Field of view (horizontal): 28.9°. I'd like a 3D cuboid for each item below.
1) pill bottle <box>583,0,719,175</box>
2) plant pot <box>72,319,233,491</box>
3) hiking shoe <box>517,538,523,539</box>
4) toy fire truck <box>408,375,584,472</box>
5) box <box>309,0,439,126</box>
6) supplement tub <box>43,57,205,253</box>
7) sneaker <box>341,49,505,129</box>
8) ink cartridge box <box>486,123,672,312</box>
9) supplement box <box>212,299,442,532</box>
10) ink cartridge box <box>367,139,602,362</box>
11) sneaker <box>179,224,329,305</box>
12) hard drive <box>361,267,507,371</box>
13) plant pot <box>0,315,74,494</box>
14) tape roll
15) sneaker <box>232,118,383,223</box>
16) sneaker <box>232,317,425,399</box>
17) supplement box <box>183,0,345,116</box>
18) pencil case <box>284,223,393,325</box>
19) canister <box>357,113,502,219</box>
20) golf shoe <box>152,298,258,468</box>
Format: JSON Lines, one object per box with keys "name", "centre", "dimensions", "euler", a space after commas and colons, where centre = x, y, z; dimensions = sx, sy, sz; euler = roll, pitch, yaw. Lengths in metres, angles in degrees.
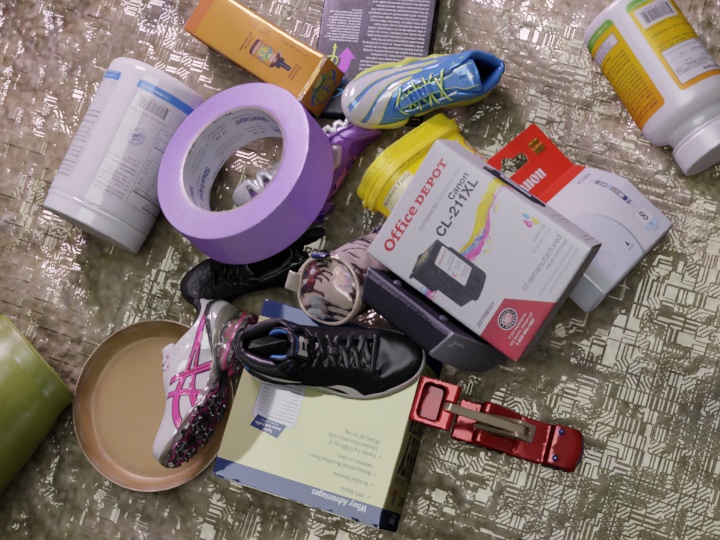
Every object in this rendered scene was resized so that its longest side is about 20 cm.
{"name": "pill bottle", "centre": [0.348, -0.213, 1.581], "dimensions": [0.110, 0.111, 0.201], "euler": [-31, 75, 2]}
{"name": "plant pot", "centre": [-0.242, 0.160, 1.651], "dimensions": [0.197, 0.027, 0.203], "euler": [-2, 78, 10]}
{"name": "hiking shoe", "centre": [0.084, 0.345, 1.538], "dimensions": [0.197, 0.075, 0.088], "euler": [-3, 70, -1]}
{"name": "toy fire truck", "centre": [0.150, 0.168, 1.507], "dimensions": [0.197, 0.141, 0.049], "euler": [16, 81, 2]}
{"name": "box", "centre": [0.019, -0.278, 1.693], "dimensions": [0.141, 0.036, 0.203], "euler": [7, 78, 12]}
{"name": "supplement tub", "centre": [-0.279, -0.138, 1.666], "dimensions": [0.131, 0.132, 0.202], "euler": [24, 84, 14]}
{"name": "sneaker", "centre": [0.078, -0.217, 1.596], "dimensions": [0.198, 0.105, 0.077], "euler": [-19, 91, -24]}
{"name": "ink cartridge box", "centre": [0.230, -0.072, 1.550], "dimensions": [0.200, 0.047, 0.160], "euler": [46, 51, 7]}
{"name": "supplement box", "centre": [-0.033, 0.164, 1.556], "dimensions": [0.197, 0.134, 0.202], "euler": [15, 81, 13]}
{"name": "ink cartridge box", "centre": [0.128, -0.023, 1.465], "dimensions": [0.199, 0.083, 0.147], "euler": [36, 103, 13]}
{"name": "sneaker", "centre": [-0.126, -0.006, 1.624], "dimensions": [0.197, 0.104, 0.061], "euler": [-11, 77, 8]}
{"name": "hard drive", "centre": [0.083, 0.057, 1.506], "dimensions": [0.134, 0.200, 0.043], "euler": [38, 98, 25]}
{"name": "plant pot", "centre": [-0.441, 0.160, 1.613], "dimensions": [0.193, 0.201, 0.200], "euler": [-42, 74, -12]}
{"name": "tape roll", "centre": [-0.131, -0.111, 1.591], "dimensions": [0.198, 0.066, 0.203], "euler": [-12, 59, 21]}
{"name": "sneaker", "centre": [-0.050, -0.106, 1.651], "dimensions": [0.199, 0.080, 0.089], "euler": [-34, 79, 8]}
{"name": "sneaker", "centre": [-0.035, 0.090, 1.445], "dimensions": [0.197, 0.112, 0.074], "euler": [-1, 78, 9]}
{"name": "supplement box", "centre": [-0.116, -0.263, 1.677], "dimensions": [0.199, 0.069, 0.067], "euler": [36, 93, 28]}
{"name": "pencil case", "centre": [0.000, 0.000, 1.558], "dimensions": [0.089, 0.200, 0.079], "euler": [30, 113, 16]}
{"name": "canister", "centre": [0.115, -0.066, 1.583], "dimensions": [0.200, 0.087, 0.148], "euler": [44, 52, 13]}
{"name": "golf shoe", "centre": [-0.193, 0.128, 1.602], "dimensions": [0.091, 0.073, 0.202], "euler": [20, 72, 19]}
